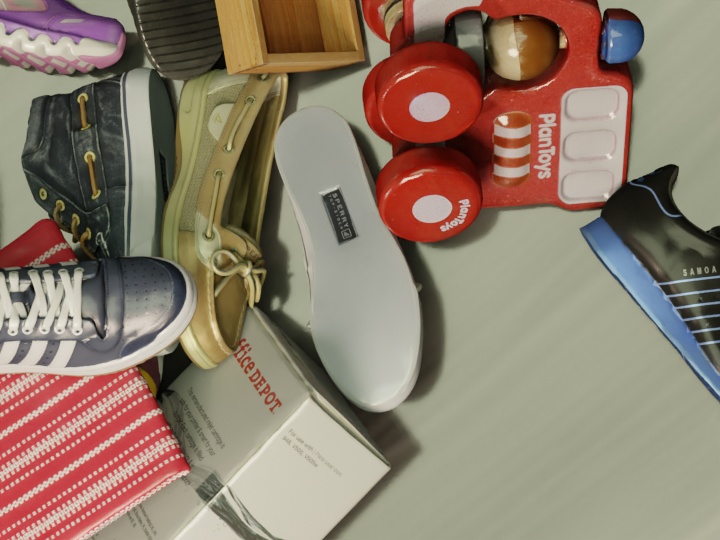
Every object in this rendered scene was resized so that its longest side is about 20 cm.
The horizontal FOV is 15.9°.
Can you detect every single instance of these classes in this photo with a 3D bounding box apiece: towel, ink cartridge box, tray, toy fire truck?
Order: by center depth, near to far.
[{"bbox_3d":[0.088,-0.113,1.581,0.166,0.201,0.113,-5,46,-4],"label":"toy fire truck"},{"bbox_3d":[-0.206,0.081,1.592,0.144,0.022,0.201,-34,66,5],"label":"towel"},{"bbox_3d":[-0.092,0.139,1.606,0.200,0.147,0.083,-46,119,4],"label":"ink cartridge box"},{"bbox_3d":[-0.058,-0.228,1.641,0.037,0.098,0.202,-11,87,41],"label":"tray"}]

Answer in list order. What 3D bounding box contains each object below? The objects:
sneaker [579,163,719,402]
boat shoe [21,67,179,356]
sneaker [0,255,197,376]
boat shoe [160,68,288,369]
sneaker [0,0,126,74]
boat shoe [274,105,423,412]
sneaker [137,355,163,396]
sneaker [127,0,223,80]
[{"bbox_3d":[0.227,0.025,1.617,0.078,0.070,0.200,-40,89,2],"label":"sneaker"},{"bbox_3d":[-0.164,-0.031,1.646,0.090,0.071,0.202,-12,61,12],"label":"boat shoe"},{"bbox_3d":[-0.204,0.018,1.539,0.198,0.109,0.071,-8,69,16],"label":"sneaker"},{"bbox_3d":[-0.081,-0.037,1.627,0.063,0.073,0.202,-6,62,20],"label":"boat shoe"},{"bbox_3d":[-0.245,-0.184,1.675,0.199,0.080,0.089,14,83,7],"label":"sneaker"},{"bbox_3d":[-0.005,0.001,1.635,0.074,0.086,0.203,-21,69,5],"label":"boat shoe"},{"bbox_3d":[-0.211,0.086,1.670,0.199,0.090,0.075,-18,129,23],"label":"sneaker"},{"bbox_3d":[-0.132,-0.220,1.663,0.074,0.088,0.202,-9,91,-25],"label":"sneaker"}]
